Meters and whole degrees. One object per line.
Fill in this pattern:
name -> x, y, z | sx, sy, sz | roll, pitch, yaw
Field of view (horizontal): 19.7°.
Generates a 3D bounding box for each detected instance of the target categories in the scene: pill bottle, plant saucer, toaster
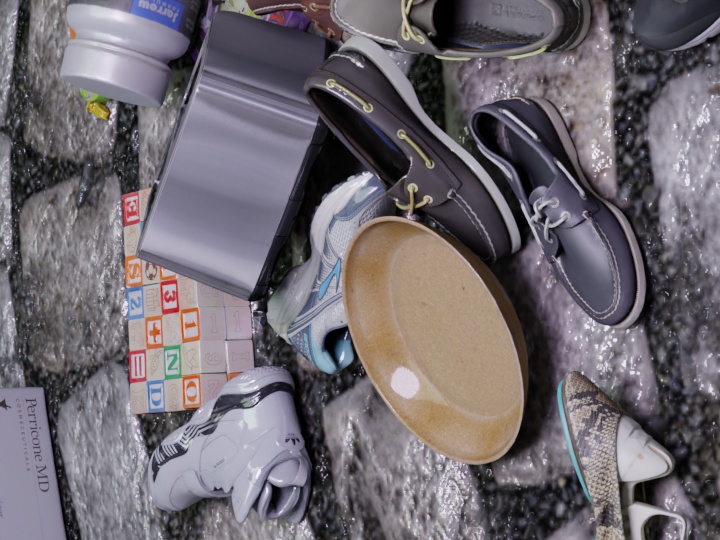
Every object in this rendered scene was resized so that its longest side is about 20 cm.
pill bottle -> -0.194, -0.253, 1.824 | 0.113, 0.113, 0.202 | 7, 82, 51
plant saucer -> 0.063, 0.047, 1.549 | 0.200, 0.035, 0.202 | 33, 137, 37
toaster -> -0.096, -0.088, 1.668 | 0.200, 0.118, 0.182 | -89, 19, -63

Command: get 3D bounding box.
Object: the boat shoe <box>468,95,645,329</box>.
boat shoe -> 0.135, -0.041, 1.479 | 0.073, 0.062, 0.201 | -50, 53, 38

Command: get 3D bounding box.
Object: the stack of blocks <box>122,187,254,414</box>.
stack of blocks -> -0.154, 0.024, 1.844 | 0.115, 0.058, 0.202 | -11, 81, 51

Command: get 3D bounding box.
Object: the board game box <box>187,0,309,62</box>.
board game box -> -0.083, -0.242, 1.787 | 0.120, 0.032, 0.201 | 49, 125, 35

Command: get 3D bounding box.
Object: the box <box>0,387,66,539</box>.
box -> -0.407, 0.239, 2.100 | 0.199, 0.130, 0.201 | -29, 67, 46

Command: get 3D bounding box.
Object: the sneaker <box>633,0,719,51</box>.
sneaker -> 0.227, -0.228, 1.350 | 0.201, 0.084, 0.075 | -57, 48, 34

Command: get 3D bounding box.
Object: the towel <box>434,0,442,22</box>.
towel -> 0.058, -0.271, 1.553 | 0.147, 0.036, 0.202 | 0, 96, 21

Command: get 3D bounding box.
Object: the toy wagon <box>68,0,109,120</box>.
toy wagon -> -0.231, -0.234, 1.961 | 0.155, 0.039, 0.201 | 50, 126, 40

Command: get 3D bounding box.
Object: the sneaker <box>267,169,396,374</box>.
sneaker -> 0.000, 0.000, 1.655 | 0.086, 0.077, 0.201 | 50, 134, 25

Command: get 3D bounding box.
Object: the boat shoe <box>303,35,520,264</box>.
boat shoe -> 0.037, -0.078, 1.536 | 0.202, 0.061, 0.072 | 50, 153, -2

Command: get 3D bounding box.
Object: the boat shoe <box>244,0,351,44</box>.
boat shoe -> -0.012, -0.212, 1.659 | 0.199, 0.072, 0.073 | -2, 99, 36

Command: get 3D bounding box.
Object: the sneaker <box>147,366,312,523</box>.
sneaker -> -0.111, 0.179, 1.774 | 0.200, 0.075, 0.116 | -46, 53, 37

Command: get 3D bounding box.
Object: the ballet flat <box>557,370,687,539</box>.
ballet flat -> 0.187, 0.165, 1.421 | 0.075, 0.068, 0.202 | -9, 87, 29

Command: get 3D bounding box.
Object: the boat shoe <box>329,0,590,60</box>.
boat shoe -> 0.064, -0.190, 1.507 | 0.200, 0.060, 0.073 | 6, 102, 23
